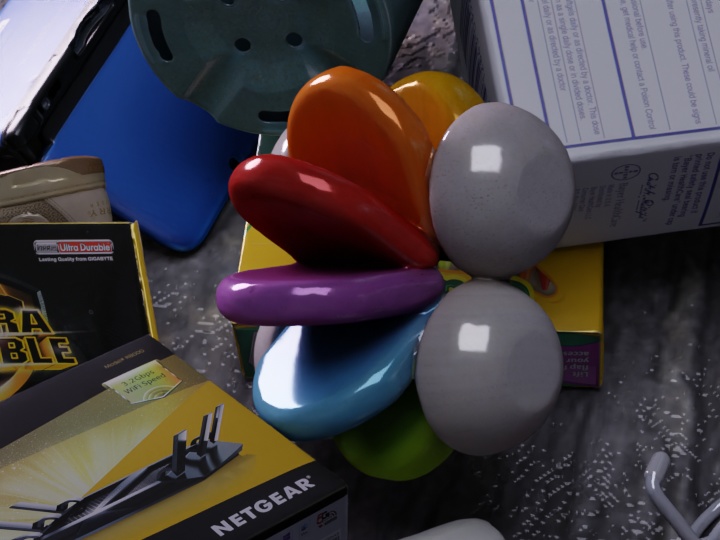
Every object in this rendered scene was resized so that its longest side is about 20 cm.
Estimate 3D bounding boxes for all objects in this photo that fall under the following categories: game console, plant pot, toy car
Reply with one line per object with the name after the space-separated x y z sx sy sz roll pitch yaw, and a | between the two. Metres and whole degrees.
-0.153 -0.106 1.308 0.170 0.118 0.201 -9 41 40 | game console
-0.037 -0.192 1.207 0.199 0.201 0.197 6 40 10 | plant pot
0.000 0.000 1.023 0.149 0.201 0.174 5 -1 -43 | toy car

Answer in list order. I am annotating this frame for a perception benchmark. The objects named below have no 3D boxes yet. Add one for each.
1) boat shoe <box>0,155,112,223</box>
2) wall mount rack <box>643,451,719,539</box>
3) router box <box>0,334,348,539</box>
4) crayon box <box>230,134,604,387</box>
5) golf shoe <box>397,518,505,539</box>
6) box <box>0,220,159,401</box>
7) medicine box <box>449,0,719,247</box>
-0.233 -0.013 1.199 0.199 0.071 0.065 -13 91 19 | boat shoe
0.226 0.056 1.035 0.075 0.200 0.174 52 44 -5 | wall mount rack
-0.129 0.119 0.968 0.199 0.052 0.157 -25 41 -34 | router box
0.037 -0.021 1.192 0.199 0.058 0.173 1 51 6 | crayon box
-0.010 0.171 1.017 0.199 0.092 0.073 -28 53 -19 | golf shoe
-0.197 0.056 1.073 0.199 0.049 0.161 -1 71 -30 | box
0.158 -0.121 1.140 0.199 0.103 0.183 -7 65 -4 | medicine box
